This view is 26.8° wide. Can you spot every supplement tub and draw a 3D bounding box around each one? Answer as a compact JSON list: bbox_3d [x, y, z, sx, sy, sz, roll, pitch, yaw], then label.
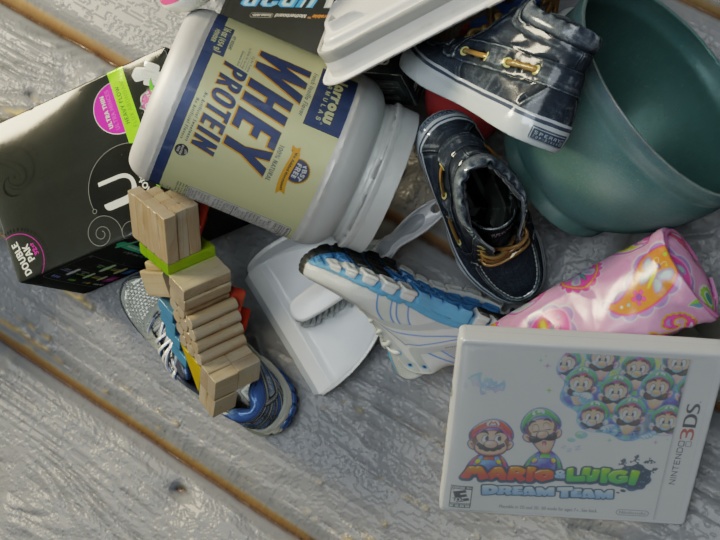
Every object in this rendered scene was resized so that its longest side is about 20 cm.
[{"bbox_3d":[-0.068,-0.107,1.204,0.200,0.145,0.145,22,91,-7],"label":"supplement tub"}]

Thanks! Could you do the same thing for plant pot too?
[{"bbox_3d":[0.200,-0.108,1.198,0.134,0.200,0.200,-38,73,37],"label":"plant pot"}]

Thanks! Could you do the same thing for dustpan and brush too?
[{"bbox_3d":[0.000,0.000,1.305,0.200,0.057,0.140,-35,75,10],"label":"dustpan and brush"}]

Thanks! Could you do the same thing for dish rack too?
[{"bbox_3d":[0.054,-0.225,1.150,0.200,0.172,0.044,-26,115,22],"label":"dish rack"}]

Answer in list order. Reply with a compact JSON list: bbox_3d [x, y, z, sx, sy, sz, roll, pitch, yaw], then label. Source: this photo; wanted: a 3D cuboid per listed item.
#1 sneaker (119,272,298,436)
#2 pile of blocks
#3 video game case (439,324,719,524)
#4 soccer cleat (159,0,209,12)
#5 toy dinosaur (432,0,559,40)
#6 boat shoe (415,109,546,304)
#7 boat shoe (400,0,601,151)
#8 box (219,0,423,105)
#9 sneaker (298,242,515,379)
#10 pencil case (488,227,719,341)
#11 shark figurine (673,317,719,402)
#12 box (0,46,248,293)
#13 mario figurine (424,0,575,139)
[{"bbox_3d":[-0.142,0.065,1.331,0.200,0.085,0.077,38,96,18],"label":"sneaker"},{"bbox_3d":[-0.132,0.018,1.260,0.082,0.062,0.200,8,118,56],"label":"pile of blocks"},{"bbox_3d":[0.167,0.123,1.171,0.200,0.024,0.182,3,127,0],"label":"video game case"},{"bbox_3d":[-0.081,-0.262,1.204,0.070,0.086,0.200,3,52,48],"label":"soccer cleat"},{"bbox_3d":[0.115,-0.252,1.220,0.106,0.060,0.200,20,75,33],"label":"toy dinosaur"},{"bbox_3d":[0.106,-0.029,1.200,0.071,0.200,0.091,-31,36,1],"label":"boat shoe"},{"bbox_3d":[0.106,-0.159,1.122,0.200,0.071,0.091,39,108,54],"label":"boat shoe"},{"bbox_3d":[-0.023,-0.223,1.300,0.200,0.046,0.159,7,64,28],"label":"box"},{"bbox_3d":[0.034,0.044,1.249,0.200,0.075,0.087,23,107,-16],"label":"sneaker"},{"bbox_3d":[0.179,0.047,1.182,0.200,0.087,0.087,-33,75,22],"label":"pencil case"},{"bbox_3d":[0.294,0.076,1.191,0.214,0.089,0.128,17,91,21],"label":"shark figurine"},{"bbox_3d":[-0.213,-0.084,1.348,0.200,0.124,0.149,-22,79,15],"label":"box"},{"bbox_3d":[0.120,-0.195,1.292,0.106,0.123,0.200,28,84,-24],"label":"mario figurine"}]
